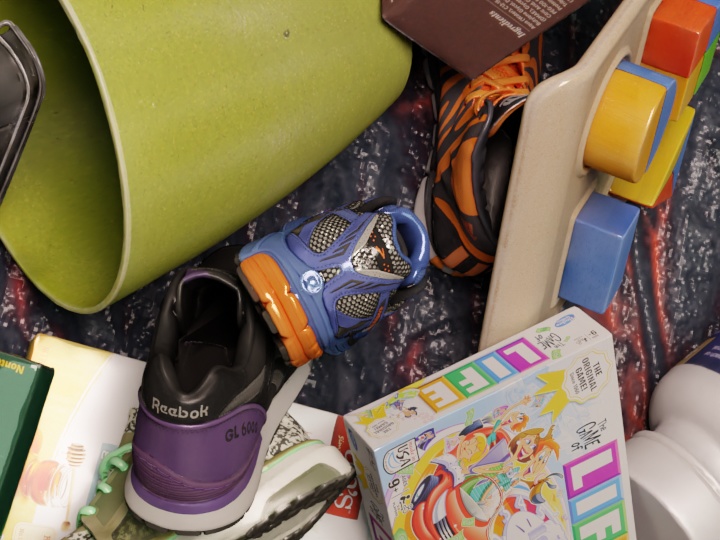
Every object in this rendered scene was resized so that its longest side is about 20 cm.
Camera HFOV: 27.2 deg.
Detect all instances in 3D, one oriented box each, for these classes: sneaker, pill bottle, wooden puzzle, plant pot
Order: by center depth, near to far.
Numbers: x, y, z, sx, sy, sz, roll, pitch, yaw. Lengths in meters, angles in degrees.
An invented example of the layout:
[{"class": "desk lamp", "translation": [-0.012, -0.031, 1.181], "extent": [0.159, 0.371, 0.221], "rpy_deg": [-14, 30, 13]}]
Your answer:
[{"class": "sneaker", "translation": [-0.060, 0.027, 0.704], "extent": [0.075, 0.200, 0.088], "rpy_deg": [6, 122, 0]}, {"class": "sneaker", "translation": [-0.103, 0.112, 0.709], "extent": [0.199, 0.077, 0.089], "rpy_deg": [-20, 61, -32]}, {"class": "sneaker", "translation": [0.000, 0.000, 0.730], "extent": [0.078, 0.200, 0.076], "rpy_deg": [-25, 95, 8]}, {"class": "plant pot", "translation": [-0.079, -0.101, 0.740], "extent": [0.199, 0.187, 0.188], "rpy_deg": [-23, 89, -32]}, {"class": "wooden puzzle", "translation": [0.135, -0.061, 0.753], "extent": [0.046, 0.186, 0.200], "rpy_deg": [26, 46, 20]}, {"class": "sneaker", "translation": [0.081, -0.099, 0.805], "extent": [0.077, 0.112, 0.201], "rpy_deg": [4, 82, -15]}, {"class": "pill bottle", "translation": [0.230, 0.083, 0.819], "extent": [0.200, 0.120, 0.120], "rpy_deg": [-36, 93, -18]}]

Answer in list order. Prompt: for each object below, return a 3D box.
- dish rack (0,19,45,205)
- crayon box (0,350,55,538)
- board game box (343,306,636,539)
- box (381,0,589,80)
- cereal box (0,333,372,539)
[{"class": "dish rack", "translation": [-0.238, -0.117, 0.697], "extent": [0.054, 0.153, 0.200], "rpy_deg": [-35, 83, -35]}, {"class": "crayon box", "translation": [-0.264, 0.097, 0.685], "extent": [0.199, 0.058, 0.174], "rpy_deg": [17, 83, -2]}, {"class": "board game box", "translation": [0.074, 0.132, 0.758], "extent": [0.134, 0.034, 0.201], "rpy_deg": [-24, 123, -18]}, {"class": "box", "translation": [0.100, -0.191, 0.715], "extent": [0.075, 0.200, 0.101], "rpy_deg": [26, 45, -35]}, {"class": "cereal box", "translation": [-0.090, 0.127, 0.764], "extent": [0.199, 0.040, 0.145], "rpy_deg": [16, 79, -13]}]
